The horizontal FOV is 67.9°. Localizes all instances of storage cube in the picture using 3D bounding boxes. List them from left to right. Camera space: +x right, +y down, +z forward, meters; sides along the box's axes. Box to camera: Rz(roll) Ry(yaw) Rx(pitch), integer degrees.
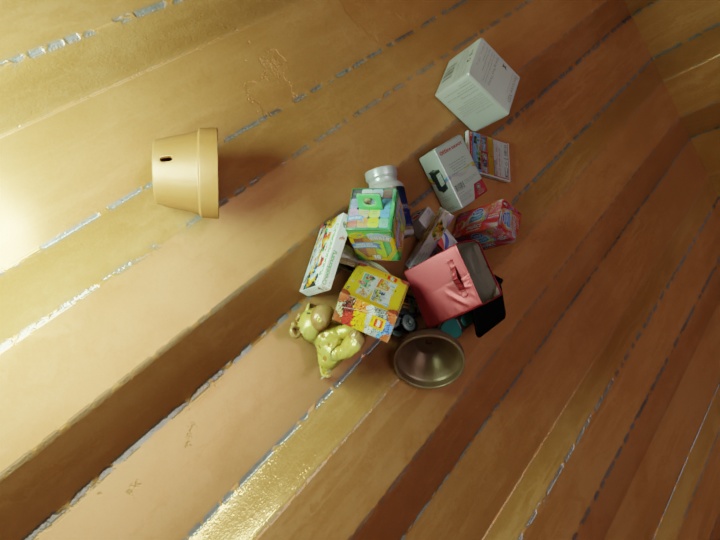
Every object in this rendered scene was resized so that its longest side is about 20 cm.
[{"bbox_3d":[0.254,0.034,1.468,0.199,0.178,0.174,-12,77,-56],"label":"storage cube"}]

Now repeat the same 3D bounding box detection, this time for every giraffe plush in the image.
[{"bbox_3d":[-0.087,0.153,1.350,0.200,0.173,0.162,-44,95,5],"label":"giraffe plush"}]

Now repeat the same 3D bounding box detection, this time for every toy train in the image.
[{"bbox_3d":[0.075,0.112,1.488,0.196,0.085,0.116,16,59,-26],"label":"toy train"}]

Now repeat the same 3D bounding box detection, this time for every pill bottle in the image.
[{"bbox_3d":[0.078,-0.187,1.521,0.114,0.115,0.205,-11,86,-33],"label":"pill bottle"}]

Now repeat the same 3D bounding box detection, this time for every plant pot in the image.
[{"bbox_3d":[-0.388,-0.219,1.199,0.137,0.200,0.205,-1,81,-14],"label":"plant pot"},{"bbox_3d":[0.191,0.227,1.497,0.200,0.200,0.093,38,30,-20],"label":"plant pot"}]

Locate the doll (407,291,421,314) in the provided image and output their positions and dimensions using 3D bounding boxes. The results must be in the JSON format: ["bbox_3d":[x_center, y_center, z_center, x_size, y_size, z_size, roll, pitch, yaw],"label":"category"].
[{"bbox_3d":[0.230,0.078,1.607,0.196,0.048,0.140,-7,85,-33],"label":"doll"}]

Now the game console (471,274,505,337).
[{"bbox_3d":[0.355,0.085,1.650,0.198,0.175,0.118,-22,136,-47],"label":"game console"}]

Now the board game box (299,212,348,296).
[{"bbox_3d":[-0.089,-0.039,1.380,0.034,0.126,0.204,26,68,-24],"label":"board game box"}]

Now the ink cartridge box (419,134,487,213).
[{"bbox_3d":[0.296,-0.306,1.701,0.145,0.082,0.203,-32,98,-32],"label":"ink cartridge box"}]

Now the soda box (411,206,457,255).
[{"bbox_3d":[0.233,-0.095,1.630,0.201,0.068,0.064,49,60,-16],"label":"soda box"}]

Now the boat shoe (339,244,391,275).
[{"bbox_3d":[0.000,0.000,1.467,0.198,0.074,0.067,30,69,-13],"label":"boat shoe"}]

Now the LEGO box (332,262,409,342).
[{"bbox_3d":[0.031,0.074,1.336,0.146,0.078,0.200,22,26,5],"label":"LEGO box"}]

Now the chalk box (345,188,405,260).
[{"bbox_3d":[0.038,-0.125,1.354,0.201,0.122,0.126,63,34,-60],"label":"chalk box"}]

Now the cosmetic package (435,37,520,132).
[{"bbox_3d":[0.388,-0.608,1.768,0.198,0.165,0.170,33,65,-24],"label":"cosmetic package"}]

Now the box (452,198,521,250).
[{"bbox_3d":[0.388,-0.134,1.657,0.095,0.199,0.101,32,66,-24],"label":"box"}]

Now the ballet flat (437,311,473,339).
[{"bbox_3d":[0.282,0.166,1.609,0.198,0.065,0.072,-21,85,-41],"label":"ballet flat"}]

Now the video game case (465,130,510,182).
[{"bbox_3d":[0.441,-0.392,1.849,0.196,0.017,0.147,7,77,-31],"label":"video game case"}]

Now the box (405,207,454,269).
[{"bbox_3d":[0.201,-0.087,1.561,0.038,0.042,0.202,28,102,-18],"label":"box"}]
